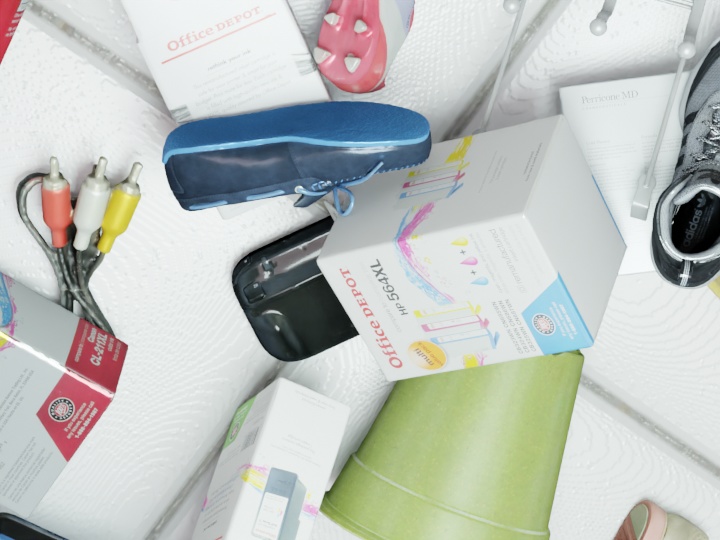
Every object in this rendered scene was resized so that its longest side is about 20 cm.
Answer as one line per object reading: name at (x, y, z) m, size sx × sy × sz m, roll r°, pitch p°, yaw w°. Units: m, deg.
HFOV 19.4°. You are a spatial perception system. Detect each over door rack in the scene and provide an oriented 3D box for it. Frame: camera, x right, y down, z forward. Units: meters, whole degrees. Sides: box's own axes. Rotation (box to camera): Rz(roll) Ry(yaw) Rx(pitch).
over door rack at (0.173, -0.152, 1.583) m, size 0.147 × 0.067 × 0.201 m, roll 16°, pitch 89°, yaw 10°

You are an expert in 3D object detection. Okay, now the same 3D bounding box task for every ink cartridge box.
ink cartridge box at (-0.082, 0.197, 1.649) m, size 0.067 × 0.117 × 0.201 m, roll 25°, pitch 65°, yaw -13°
ink cartridge box at (-0.305, 0.078, 1.647) m, size 0.200 × 0.083 × 0.146 m, roll 31°, pitch 117°, yaw -13°
ink cartridge box at (-0.094, -0.154, 1.597) m, size 0.115 × 0.067 × 0.201 m, roll -23°, pitch 114°, yaw 4°
ink cartridge box at (0.073, -0.011, 1.565) m, size 0.199 × 0.125 × 0.129 m, roll -13°, pitch 123°, yaw 30°

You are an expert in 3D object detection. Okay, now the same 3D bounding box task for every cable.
cable at (-0.227, 0.000, 1.656) m, size 0.097 × 0.050 × 0.201 m, roll 5°, pitch 108°, yaw -8°

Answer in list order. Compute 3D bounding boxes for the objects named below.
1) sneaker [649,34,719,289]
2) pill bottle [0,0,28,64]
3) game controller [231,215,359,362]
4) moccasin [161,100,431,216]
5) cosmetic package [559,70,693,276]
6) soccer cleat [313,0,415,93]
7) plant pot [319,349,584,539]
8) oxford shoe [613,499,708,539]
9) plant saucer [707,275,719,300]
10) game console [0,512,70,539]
sneaker at (0.264, -0.080, 1.549) m, size 0.075 × 0.114 × 0.201 m, roll 15°, pitch 96°, yaw 6°
pill bottle at (-0.296, -0.218, 1.545) m, size 0.112 × 0.112 × 0.201 m, roll 23°, pitch 105°, yaw -12°
game controller at (0.000, 0.000, 1.686) m, size 0.199 × 0.042 × 0.105 m, roll -24°, pitch 123°, yaw 5°
moccasin at (-0.045, -0.082, 1.566) m, size 0.199 × 0.081 × 0.068 m, roll -2°, pitch 119°, yaw 9°
cosmetic package at (0.261, -0.080, 1.632) m, size 0.199 × 0.052 × 0.151 m, roll -6°, pitch 96°, yaw 8°
soccer cleat at (0.022, -0.230, 1.597) m, size 0.067 × 0.076 × 0.201 m, roll 20°, pitch 92°, yaw 24°
plant pot at (0.089, 0.131, 1.667) m, size 0.199 × 0.200 × 0.191 m, roll 20°, pitch 95°, yaw -11°
oxford shoe at (0.228, 0.295, 1.783) m, size 0.074 × 0.071 × 0.201 m, roll 22°, pitch 106°, yaw -14°
plant saucer at (0.389, -0.017, 1.699) m, size 0.200 × 0.048 × 0.200 m, roll -41°, pitch 108°, yaw 9°
game console at (-0.249, 0.320, 1.693) m, size 0.118 × 0.171 × 0.200 m, roll 3°, pitch 131°, yaw -23°
